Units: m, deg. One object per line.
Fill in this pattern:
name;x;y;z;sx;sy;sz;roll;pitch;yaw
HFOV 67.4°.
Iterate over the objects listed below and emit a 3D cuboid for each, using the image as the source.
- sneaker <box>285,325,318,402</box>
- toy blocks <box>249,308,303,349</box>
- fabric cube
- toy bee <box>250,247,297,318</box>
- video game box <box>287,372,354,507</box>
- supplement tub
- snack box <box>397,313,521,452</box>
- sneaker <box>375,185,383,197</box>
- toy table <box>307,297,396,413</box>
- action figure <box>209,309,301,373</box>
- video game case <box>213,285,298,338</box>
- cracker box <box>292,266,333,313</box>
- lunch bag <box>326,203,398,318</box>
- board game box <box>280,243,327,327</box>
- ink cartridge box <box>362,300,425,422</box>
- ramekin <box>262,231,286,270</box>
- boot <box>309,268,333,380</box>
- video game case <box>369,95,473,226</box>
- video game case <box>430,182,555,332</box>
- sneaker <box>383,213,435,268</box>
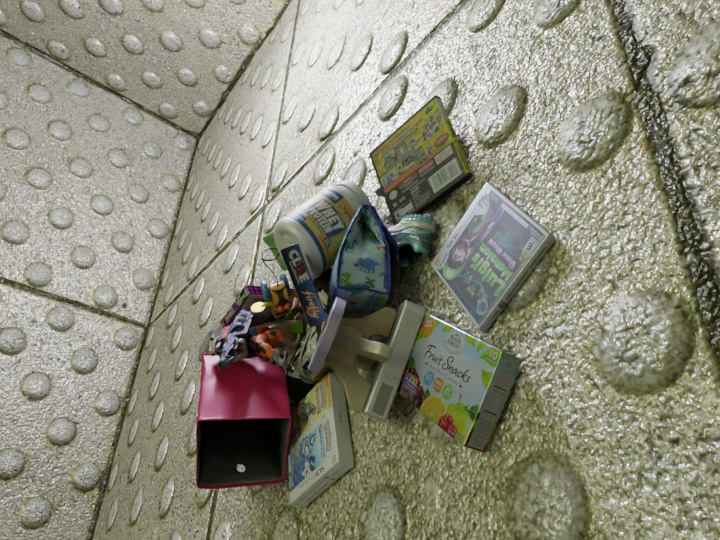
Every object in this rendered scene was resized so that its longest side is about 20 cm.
sneaker;-0.108;0.202;1.212;0.088;0.073;0.206;8;78;61
toy blocks;-0.221;0.157;1.315;0.199;0.132;0.104;175;85;-72
fabric cube;-0.263;0.327;1.196;0.201;0.189;0.206;-114;30;-56
toy bee;-0.192;0.062;1.226;0.128;0.201;0.111;-28;58;2
video game box;-0.090;0.348;1.116;0.182;0.046;0.204;-46;36;29
supplement tub;-0.076;-0.091;1.172;0.199;0.147;0.143;-40;18;-29
snack box;0.146;0.167;0.844;0.199;0.052;0.146;23;89;62
sneaker;0.108;-0.239;1.171;0.104;0.059;0.205;40;108;54
toy table;-0.017;0.134;0.935;0.200;0.114;0.189;140;153;-82
action figure;-0.240;0.178;1.165;0.201;0.186;0.108;-69;-17;-60
video game case;-0.254;0.115;1.391;0.182;0.197;0.036;-50;57;27
cracker box;-0.086;0.026;1.312;0.198;0.057;0.138;-19;54;53
lunch bag;0.000;0.000;1.065;0.172;0.123;0.205;108;166;-53
board game box;-0.101;0.029;0.988;0.200;0.034;0.139;157;91;-85
ink cartridge box;0.050;0.164;0.995;0.176;0.044;0.205;129;163;-79
ramekin;-0.138;-0.083;1.344;0.196;0.100;0.200;-27;8;4
boot;-0.079;0.114;1.171;0.166;0.072;0.202;41;93;28
video game case;0.116;-0.216;1.096;0.198;0.025;0.186;-34;67;37
video game case;0.210;-0.029;0.903;0.184;0.023;0.201;-57;31;18
sneaker;0.069;-0.048;1.095;0.198;0.076;0.089;-21;56;52
